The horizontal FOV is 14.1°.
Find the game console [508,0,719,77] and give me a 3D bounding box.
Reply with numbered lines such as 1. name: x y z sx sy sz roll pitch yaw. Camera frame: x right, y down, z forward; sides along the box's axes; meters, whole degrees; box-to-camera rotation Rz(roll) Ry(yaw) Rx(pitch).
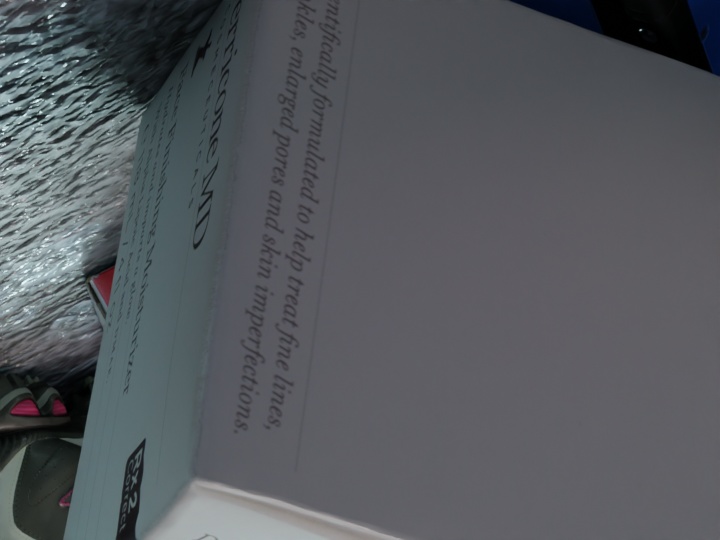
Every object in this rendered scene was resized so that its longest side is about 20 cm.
1. game console: 0.085 -0.078 1.003 0.171 0.118 0.200 -58 148 -21

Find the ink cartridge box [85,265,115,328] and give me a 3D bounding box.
1. ink cartridge box: 0.000 0.000 1.153 0.200 0.084 0.176 -29 166 -8

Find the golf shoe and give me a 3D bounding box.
1. golf shoe: -0.114 0.090 1.242 0.077 0.088 0.200 -38 168 24

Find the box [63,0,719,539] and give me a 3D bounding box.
1. box: 0.028 0.031 0.893 0.200 0.199 0.131 19 146 -17
